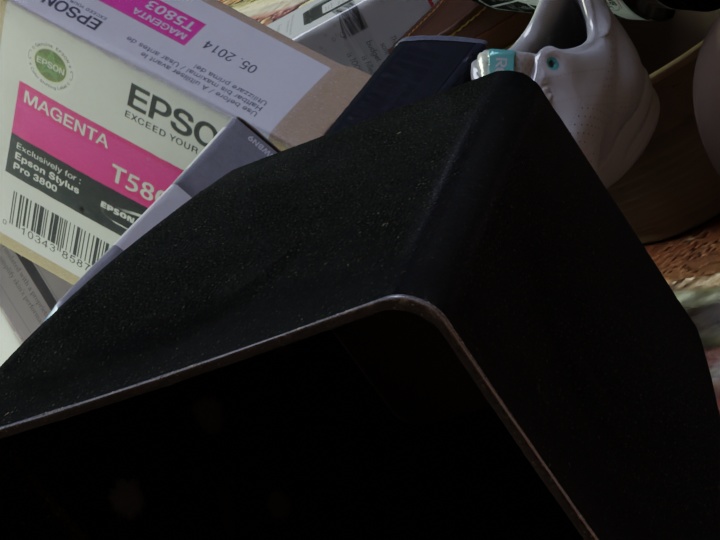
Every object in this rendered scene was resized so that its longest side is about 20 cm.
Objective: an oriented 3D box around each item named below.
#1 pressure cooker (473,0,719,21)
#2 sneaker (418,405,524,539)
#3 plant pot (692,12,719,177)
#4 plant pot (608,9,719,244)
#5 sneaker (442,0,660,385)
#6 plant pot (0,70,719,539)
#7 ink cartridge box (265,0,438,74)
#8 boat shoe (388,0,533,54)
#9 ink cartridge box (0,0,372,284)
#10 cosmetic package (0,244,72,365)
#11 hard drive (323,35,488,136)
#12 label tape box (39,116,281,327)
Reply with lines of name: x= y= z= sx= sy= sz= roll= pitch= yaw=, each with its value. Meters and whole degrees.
pressure cooker: x=0.117 y=-0.201 z=1.113 sx=0.200 sy=0.179 sz=0.176 roll=10 pitch=33 yaw=27
sneaker: x=0.042 y=0.059 z=1.051 sx=0.080 sy=0.076 sz=0.200 roll=-37 pitch=17 yaw=4
plant pot: x=0.224 y=-0.090 z=1.012 sx=0.200 sy=0.200 sz=0.175 roll=-43 pitch=3 yaw=-33
plant pot: x=0.134 y=-0.075 z=1.219 sx=0.201 sy=0.093 sz=0.201 roll=-27 pitch=18 yaw=9
sneaker: x=0.063 y=-0.043 z=1.025 sx=0.075 sy=0.089 sz=0.200 roll=-3 pitch=40 yaw=23
plant pot: x=0.012 y=0.051 z=0.868 sx=0.200 sy=0.200 sz=0.177 roll=-19 pitch=30 yaw=31
ink cartridge box: x=0.026 y=-0.106 z=1.433 sx=0.200 sy=0.116 sz=0.067 roll=-27 pitch=17 yaw=10
boat shoe: x=0.078 y=-0.152 z=1.254 sx=0.200 sy=0.068 sz=0.072 roll=-41 pitch=21 yaw=-30
ink cartridge box: x=-0.107 y=-0.062 z=1.303 sx=0.075 sy=0.200 sz=0.165 roll=-49 pitch=-18 yaw=-43
cosmetic package: x=-0.220 y=-0.038 z=1.628 sx=0.199 sy=0.123 sz=0.200 roll=-8 pitch=27 yaw=49
hard drive: x=0.000 y=0.000 z=1.092 sx=0.042 sy=0.200 sz=0.135 roll=27 pitch=55 yaw=15
label tape box: x=-0.109 y=0.043 z=1.096 sx=0.200 sy=0.063 sz=0.144 roll=-50 pitch=2 yaw=-38
